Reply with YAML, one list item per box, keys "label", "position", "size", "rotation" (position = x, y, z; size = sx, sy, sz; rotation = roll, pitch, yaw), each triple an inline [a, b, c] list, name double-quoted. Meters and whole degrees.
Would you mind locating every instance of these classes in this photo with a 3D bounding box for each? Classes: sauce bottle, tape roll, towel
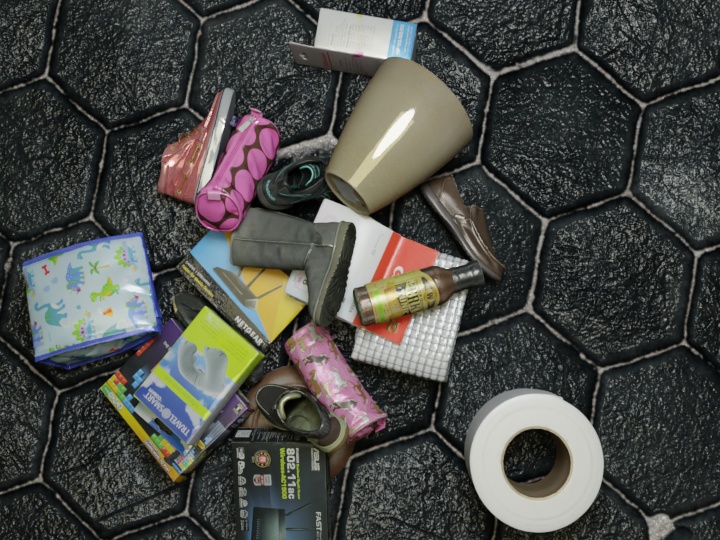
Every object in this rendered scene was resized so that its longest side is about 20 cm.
- label: "sauce bottle"
  position: [0.088, 0.029, 1.395]
  size: [0.197, 0.065, 0.066]
  rotation: [-18, 85, -4]
- label: "tape roll"
  position: [0.262, 0.288, 1.424]
  size: [0.199, 0.139, 0.207]
  rotation: [0, 87, 3]
- label: "towel"
  position: [0.084, 0.065, 1.477]
  size: [0.163, 0.086, 0.203]
  rotation: [13, 82, 12]

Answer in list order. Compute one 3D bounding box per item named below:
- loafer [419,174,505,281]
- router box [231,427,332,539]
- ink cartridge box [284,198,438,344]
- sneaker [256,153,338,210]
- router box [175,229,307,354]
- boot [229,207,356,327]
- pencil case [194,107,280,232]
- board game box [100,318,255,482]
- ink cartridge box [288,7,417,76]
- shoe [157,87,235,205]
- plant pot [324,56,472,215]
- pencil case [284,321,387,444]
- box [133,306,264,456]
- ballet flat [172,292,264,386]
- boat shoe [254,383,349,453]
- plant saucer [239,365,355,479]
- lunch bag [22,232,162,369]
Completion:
- label: "loafer"
  position: [0.176, -0.073, 1.486]
  size: [0.071, 0.073, 0.201]
  rotation: [-36, 86, 0]
- label: "router box"
  position: [-0.121, 0.350, 1.449]
  size: [0.147, 0.062, 0.204]
  rotation: [-1, 103, 4]
- label: "ink cartridge box"
  position: [0.000, 0.000, 1.439]
  size: [0.198, 0.057, 0.165]
  rotation: [22, 84, 21]
- label: "sneaker"
  position: [-0.067, -0.145, 1.466]
  size: [0.198, 0.079, 0.076]
  rotation: [-24, 90, -35]
- label: "router box"
  position: [-0.180, 0.013, 1.509]
  size: [0.200, 0.051, 0.149]
  rotation: [43, 87, 4]
- label: "boot"
  position: [-0.115, -0.010, 1.410]
  size: [0.197, 0.073, 0.184]
  rotation: [7, 64, 19]
- label: "pencil case"
  position: [-0.195, -0.160, 1.460]
  size: [0.089, 0.094, 0.202]
  rotation: [16, 52, 2]
- label: "board game box"
  position: [-0.294, 0.207, 1.485]
  size: [0.165, 0.057, 0.200]
  rotation: [-44, 75, 0]
- label: "ink cartridge box"
  position: [-0.010, -0.366, 1.496]
  size: [0.196, 0.115, 0.069]
  rotation: [10, 86, 3]
- label: "shoe"
  position: [-0.271, -0.211, 1.521]
  size: [0.089, 0.071, 0.203]
  rotation: [15, 90, 1]
- label: "plant pot"
  position: [0.040, -0.190, 1.425]
  size: [0.187, 0.187, 0.200]
  rotation: [40, 76, 5]
- label: "pencil case"
  position: [-0.039, 0.175, 1.456]
  size: [0.086, 0.083, 0.201]
  rotation: [-28, 71, -16]
- label: "box"
  position: [-0.257, 0.172, 1.434]
  size: [0.121, 0.048, 0.201]
  rotation: [37, 86, 14]
- label: "ballet flat"
  position: [-0.237, 0.114, 1.506]
  size: [0.200, 0.057, 0.066]
  rotation: [44, 47, 10]
- label: "boat shoe"
  position: [-0.099, 0.210, 1.400]
  size: [0.199, 0.066, 0.072]
  rotation: [22, 69, 45]
- label: "plant saucer"
  position: [-0.104, 0.256, 1.498]
  size: [0.197, 0.037, 0.204]
  rotation: [0, 85, 2]
- label: "lunch bag"
  position: [-0.419, 0.047, 1.475]
  size: [0.197, 0.127, 0.173]
  rotation: [-19, 75, 11]
